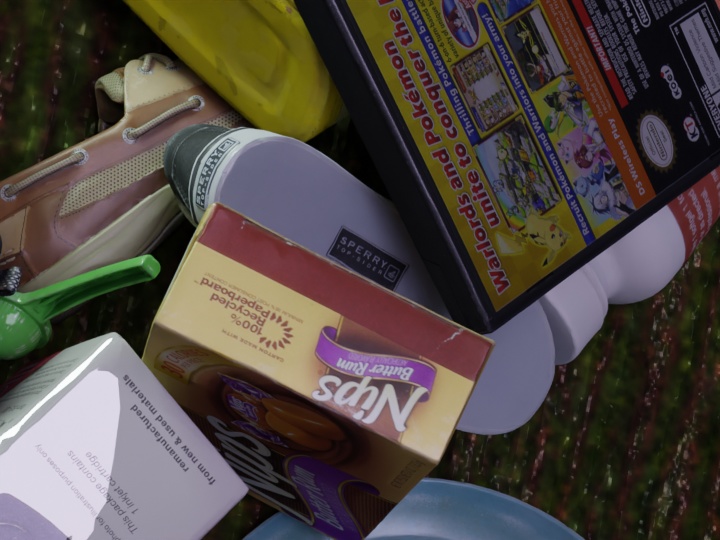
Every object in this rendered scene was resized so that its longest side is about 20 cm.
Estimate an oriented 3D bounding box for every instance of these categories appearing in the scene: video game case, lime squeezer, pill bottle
[{"bbox_3d":[0.064,-0.104,0.954,0.180,0.025,0.201,-34,104,-32],"label":"video game case"},{"bbox_3d":[-0.158,0.036,0.953,0.200,0.071,0.038,-36,100,16],"label":"lime squeezer"},{"bbox_3d":[0.119,-0.059,1.069,0.112,0.112,0.200,43,69,-11],"label":"pill bottle"}]

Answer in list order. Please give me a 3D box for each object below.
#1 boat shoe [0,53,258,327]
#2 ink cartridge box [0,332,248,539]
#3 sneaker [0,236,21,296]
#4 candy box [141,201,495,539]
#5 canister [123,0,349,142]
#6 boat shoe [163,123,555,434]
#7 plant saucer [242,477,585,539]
[{"bbox_3d":[-0.082,-0.058,1.010,0.200,0.076,0.074,-39,94,-23],"label":"boat shoe"},{"bbox_3d":[-0.158,0.124,0.913,0.200,0.145,0.084,-43,99,-21],"label":"ink cartridge box"},{"bbox_3d":[-0.210,-0.034,0.882,0.200,0.139,0.078,28,64,-46],"label":"sneaker"},{"bbox_3d":[-0.028,0.047,0.936,0.116,0.200,0.057,27,71,-2],"label":"candy box"},{"bbox_3d":[0.003,-0.152,1.011,0.148,0.087,0.200,43,54,17],"label":"canister"},{"bbox_3d":[-0.002,0.002,0.986,0.199,0.068,0.074,29,89,-33],"label":"boat shoe"},{"bbox_3d":[0.027,0.173,0.994,0.199,0.028,0.201,3,47,-3],"label":"plant saucer"}]
